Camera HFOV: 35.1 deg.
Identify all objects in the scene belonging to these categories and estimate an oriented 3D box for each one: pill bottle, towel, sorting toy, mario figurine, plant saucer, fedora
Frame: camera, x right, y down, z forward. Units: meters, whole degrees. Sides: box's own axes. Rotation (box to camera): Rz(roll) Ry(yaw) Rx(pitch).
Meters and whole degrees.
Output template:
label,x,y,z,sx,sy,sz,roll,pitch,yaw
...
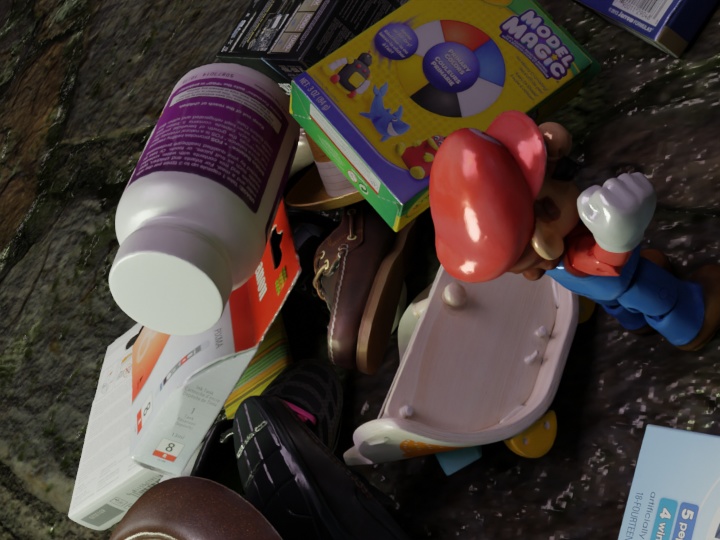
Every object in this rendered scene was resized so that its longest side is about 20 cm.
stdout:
label,x,y,z,sx,sy,sz,roll,pitch,yaw
pill bottle,-0.116,-0.053,0.843,0.112,0.112,0.201,-34,29,37
towel,-0.098,0.042,0.996,0.086,0.018,0.202,-34,57,32
sorting toy,0.051,0.060,0.751,0.180,0.106,0.201,-35,26,56
mario figurine,0.123,-0.031,0.612,0.123,0.199,0.107,-29,48,40
plant saucer,-0.098,0.222,0.654,0.199,0.034,0.203,5,97,42
fedora,0.014,-0.123,0.851,0.199,0.082,0.201,-26,19,10

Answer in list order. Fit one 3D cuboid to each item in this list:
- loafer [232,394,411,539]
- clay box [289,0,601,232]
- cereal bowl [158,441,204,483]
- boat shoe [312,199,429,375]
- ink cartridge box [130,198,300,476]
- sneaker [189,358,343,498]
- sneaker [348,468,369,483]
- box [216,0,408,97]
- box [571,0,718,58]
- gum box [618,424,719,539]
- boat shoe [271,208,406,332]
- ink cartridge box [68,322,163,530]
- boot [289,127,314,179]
label,x,y,z,sx,sy,sz,roll,pitch,yaw
loafer,-0.012,0.162,0.723,0.201,0.072,0.073,57,137,17
clay box,0.064,-0.130,0.766,0.199,0.115,0.048,-38,-15,-17
cereal bowl,-0.125,0.222,0.897,0.199,0.083,0.202,-31,47,39
boat shoe,0.000,0.000,0.820,0.201,0.069,0.071,-69,-14,-55
ink cartridge box,-0.121,0.036,0.899,0.201,0.050,0.163,-60,22,21
sneaker,-0.067,0.130,0.821,0.200,0.073,0.088,-52,-16,-38
sneaker,-0.021,0.238,0.768,0.078,0.069,0.202,134,142,-64
box,-0.013,-0.243,1.009,0.163,0.086,0.201,16,72,56
box,0.228,-0.251,0.759,0.201,0.032,0.121,-58,34,13
gum box,0.199,0.170,0.519,0.199,0.044,0.172,1,70,55
boat shoe,-0.031,-0.006,0.927,0.075,0.066,0.200,-57,34,12
ink cartridge box,-0.211,0.135,1.115,0.162,0.050,0.202,-34,36,38
boot,-0.107,-0.061,1.078,0.199,0.070,0.148,6,80,56
